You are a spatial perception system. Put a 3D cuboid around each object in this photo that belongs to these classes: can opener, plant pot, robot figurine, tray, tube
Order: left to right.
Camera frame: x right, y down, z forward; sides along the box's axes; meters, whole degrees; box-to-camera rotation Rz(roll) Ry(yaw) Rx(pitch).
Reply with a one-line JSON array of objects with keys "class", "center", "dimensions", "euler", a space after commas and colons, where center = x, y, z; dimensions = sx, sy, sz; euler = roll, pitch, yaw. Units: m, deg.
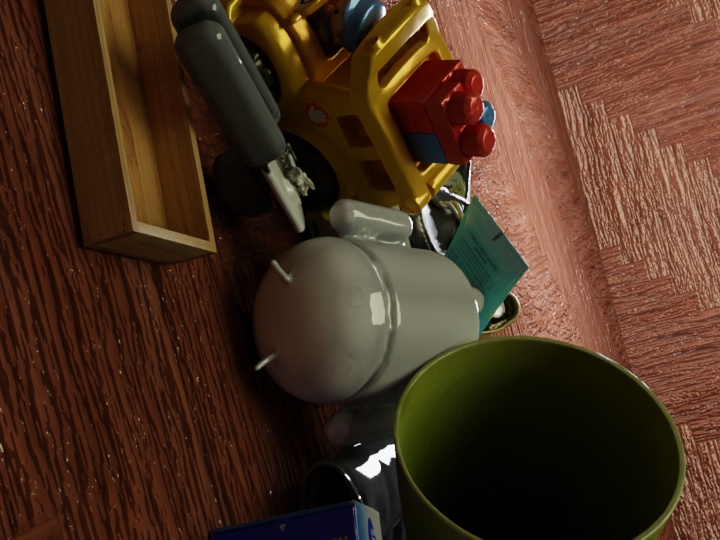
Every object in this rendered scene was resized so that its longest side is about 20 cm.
[{"class": "tray", "center": [-0.139, -0.108, 0.686], "dimensions": [0.099, 0.037, 0.202], "euler": [17, 61, -69]}, {"class": "can opener", "center": [-0.078, -0.089, 0.752], "dimensions": [0.200, 0.066, 0.053], "euler": [68, 5, -54]}, {"class": "robot figurine", "center": [0.005, 0.037, 0.825], "dimensions": [0.199, 0.112, 0.171], "euler": [7, 80, -47]}, {"class": "tube", "center": [0.070, 0.039, 0.936], "dimensions": [0.050, 0.201, 0.078], "euler": [-14, 54, -37]}, {"class": "plant pot", "center": [0.109, 0.182, 0.809], "dimensions": [0.188, 0.185, 0.201], "euler": [-83, 177, -49]}]

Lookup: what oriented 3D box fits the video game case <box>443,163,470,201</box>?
[{"class": "video game case", "center": [0.095, -0.032, 1.217], "dimensions": [0.182, 0.035, 0.201], "euler": [-80, 170, -53]}]

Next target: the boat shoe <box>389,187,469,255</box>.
[{"class": "boat shoe", "center": [0.068, -0.035, 0.982], "dimensions": [0.200, 0.060, 0.074], "euler": [21, 56, -76]}]

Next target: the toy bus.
[{"class": "toy bus", "center": [0.009, -0.138, 0.850], "dimensions": [0.136, 0.191, 0.201], "euler": [-48, 126, -30]}]

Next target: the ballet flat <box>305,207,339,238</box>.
[{"class": "ballet flat", "center": [0.000, 0.000, 0.952], "dimensions": [0.068, 0.072, 0.201], "euler": [41, 37, -60]}]

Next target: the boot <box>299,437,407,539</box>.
[{"class": "boot", "center": [0.026, 0.197, 0.879], "dimensions": [0.200, 0.072, 0.183], "euler": [-38, 111, -72]}]

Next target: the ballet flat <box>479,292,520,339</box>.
[{"class": "ballet flat", "center": [0.074, 0.030, 1.063], "dimensions": [0.199, 0.063, 0.069], "euler": [2, 77, -49]}]

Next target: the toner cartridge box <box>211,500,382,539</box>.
[{"class": "toner cartridge box", "center": [-0.027, 0.238, 0.648], "dimensions": [0.043, 0.094, 0.201], "euler": [42, 38, -61]}]
